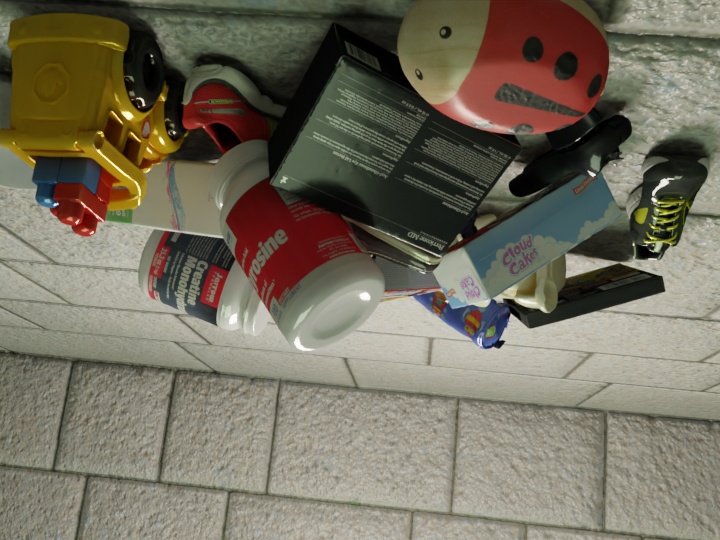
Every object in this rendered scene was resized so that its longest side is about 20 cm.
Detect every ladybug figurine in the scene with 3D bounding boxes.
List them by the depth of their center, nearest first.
[{"bbox_3d":[0.125,-0.165,0.658,0.196,0.073,0.137,6,140,-22],"label":"ladybug figurine"}]

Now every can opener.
[{"bbox_3d":[0.223,-0.125,0.877,0.063,0.080,0.200,-30,177,-17],"label":"can opener"}]

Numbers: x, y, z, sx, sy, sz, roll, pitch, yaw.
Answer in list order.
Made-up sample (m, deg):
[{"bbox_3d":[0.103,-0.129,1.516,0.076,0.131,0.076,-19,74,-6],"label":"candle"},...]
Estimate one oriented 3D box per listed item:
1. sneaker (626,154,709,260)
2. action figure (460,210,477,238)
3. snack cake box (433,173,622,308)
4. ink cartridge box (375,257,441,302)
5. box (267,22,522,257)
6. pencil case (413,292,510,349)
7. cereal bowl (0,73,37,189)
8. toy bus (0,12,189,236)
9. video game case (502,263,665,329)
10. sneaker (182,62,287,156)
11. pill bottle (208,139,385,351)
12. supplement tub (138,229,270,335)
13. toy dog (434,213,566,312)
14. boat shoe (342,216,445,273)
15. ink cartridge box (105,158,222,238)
[{"bbox_3d":[0.358,-0.070,0.940,0.073,0.087,0.200,2,164,10],"label":"sneaker"},{"bbox_3d":[0.067,-0.135,0.879,0.189,0.106,0.203,-2,133,8],"label":"action figure"},{"bbox_3d":[0.188,-0.037,0.935,0.198,0.068,0.115,-30,-177,-17],"label":"snack cake box"},{"bbox_3d":[0.000,0.000,1.037,0.173,0.086,0.199,-13,174,33],"label":"ink cartridge box"},{"bbox_3d":[0.029,-0.117,0.765,0.197,0.080,0.142,21,120,-24],"label":"box"},{"bbox_3d":[0.148,0.041,1.259,0.086,0.079,0.199,-18,-137,-40],"label":"pencil case"},{"bbox_3d":[-0.418,-0.165,0.908,0.195,0.085,0.200,6,164,2],"label":"cereal bowl"},{"bbox_3d":[-0.258,-0.124,0.798,0.133,0.196,0.200,1,165,10],"label":"toy bus"},{"bbox_3d":[0.321,0.035,1.191,0.196,0.026,0.181,-16,-174,1],"label":"video game case"},{"bbox_3d":[-0.118,-0.141,0.866,0.076,0.087,0.199,5,165,39],"label":"sneaker"},{"bbox_3d":[-0.070,-0.031,0.797,0.111,0.201,0.113,-28,152,-16],"label":"pill bottle"},{"bbox_3d":[-0.228,0.006,1.249,0.196,0.143,0.141,21,165,6],"label":"supplement tub"},{"bbox_3d":[0.183,-0.018,1.147,0.196,0.143,0.193,-1,-178,26],"label":"toy dog"},{"bbox_3d":[-0.002,-0.039,0.870,0.197,0.066,0.072,26,-156,17],"label":"boat shoe"},{"bbox_3d":[-0.187,-0.086,0.984,0.196,0.090,0.145,6,-178,25],"label":"ink cartridge box"}]
